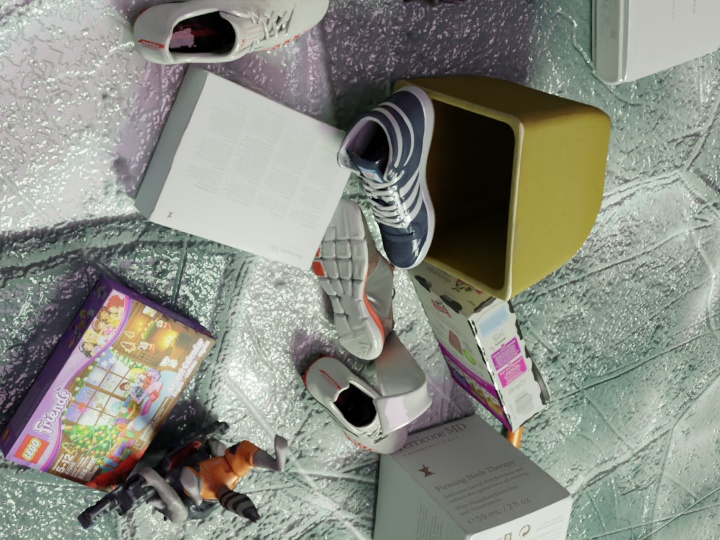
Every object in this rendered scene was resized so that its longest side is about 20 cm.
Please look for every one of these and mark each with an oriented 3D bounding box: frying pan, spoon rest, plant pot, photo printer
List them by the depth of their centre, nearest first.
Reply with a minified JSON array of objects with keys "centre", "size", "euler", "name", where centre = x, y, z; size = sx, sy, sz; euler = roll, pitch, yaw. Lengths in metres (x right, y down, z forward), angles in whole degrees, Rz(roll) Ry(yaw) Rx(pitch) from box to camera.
[{"centre":[0.170,-0.112,1.079],"size":[0.198,0.193,0.198],"euler":[-18,121,-34],"name":"plant pot"},{"centre":[0.049,0.130,1.114],"size":[0.060,0.200,0.101],"euler":[-13,101,4],"name":"spoon rest"},{"centre":[0.375,-0.331,1.181],"size":[0.198,0.069,0.168],"euler":[-21,122,-24],"name":"photo printer"},{"centre":[0.197,0.096,1.240],"size":[0.031,0.115,0.191],"euler":[-30,126,-3],"name":"frying pan"}]

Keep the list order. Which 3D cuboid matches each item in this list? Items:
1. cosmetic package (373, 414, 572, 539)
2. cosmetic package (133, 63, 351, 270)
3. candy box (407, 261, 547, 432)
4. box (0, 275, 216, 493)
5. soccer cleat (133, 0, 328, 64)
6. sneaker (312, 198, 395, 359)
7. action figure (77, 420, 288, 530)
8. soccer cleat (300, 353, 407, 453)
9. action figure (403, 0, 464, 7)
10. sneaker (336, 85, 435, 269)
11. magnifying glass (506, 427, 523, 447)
[{"centre":[0.138,0.323,1.249],"size":[0.165,0.200,0.169],"euler":[-12,119,-29],"name":"cosmetic package"},{"centre":[-0.109,-0.099,0.980],"size":[0.198,0.052,0.152],"euler":[18,98,-39],"name":"cosmetic package"},{"centre":[0.143,0.083,1.180],"size":[0.061,0.136,0.201],"euler":[-35,127,-12],"name":"candy box"},{"centre":[-0.257,0.122,0.993],"size":[0.136,0.039,0.201],"euler":[31,93,-39],"name":"box"},{"centre":[-0.109,-0.226,0.888],"size":[0.198,0.085,0.070],"euler":[-18,121,-26],"name":"soccer cleat"},{"centre":[0.000,0.000,1.103],"size":[0.082,0.076,0.202],"euler":[-42,135,-42],"name":"sneaker"},{"centre":[-0.182,0.236,1.010],"size":[0.199,0.193,0.105],"euler":[-31,89,-34],"name":"action figure"},{"centre":[0.004,0.174,1.163],"size":[0.069,0.085,0.200],"euler":[-46,129,-7],"name":"soccer cleat"},{"centre":[0.075,-0.369,0.938],"size":[0.101,0.119,0.202],"euler":[-9,127,-12],"name":"action figure"},{"centre":[0.027,-0.083,1.011],"size":[0.108,0.069,0.203],"euler":[-35,132,-52],"name":"sneaker"},{"centre":[0.208,0.286,1.381],"size":[0.079,0.022,0.203],"euler":[-16,119,-61],"name":"magnifying glass"}]
